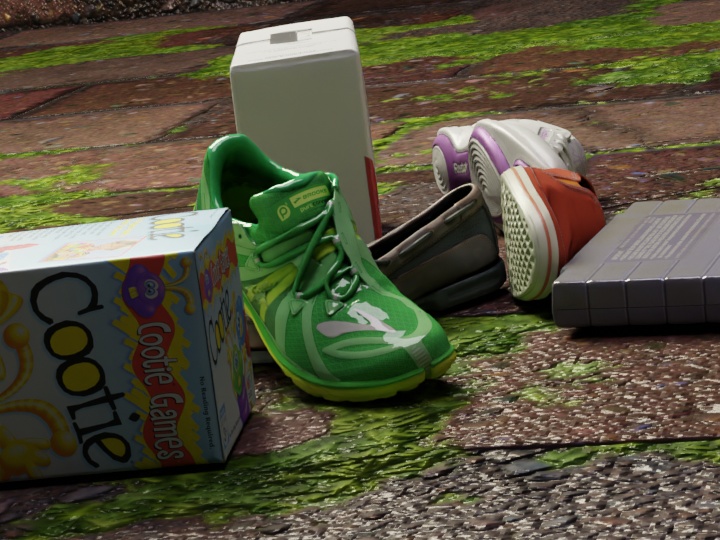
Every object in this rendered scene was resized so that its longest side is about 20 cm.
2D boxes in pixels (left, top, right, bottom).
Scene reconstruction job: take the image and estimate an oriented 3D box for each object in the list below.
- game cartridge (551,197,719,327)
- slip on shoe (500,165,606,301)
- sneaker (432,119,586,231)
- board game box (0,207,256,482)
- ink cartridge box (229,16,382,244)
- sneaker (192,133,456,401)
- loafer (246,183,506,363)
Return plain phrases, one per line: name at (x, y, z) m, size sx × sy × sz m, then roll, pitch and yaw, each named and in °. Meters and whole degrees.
game cartridge at (0.189, -0.006, 1.245) m, size 0.129 × 0.039 × 0.200 m, roll -7°, pitch 12°, yaw 22°
slip on shoe at (0.114, -0.027, 1.307) m, size 0.061 × 0.075 × 0.200 m, roll -3°, pitch 8°, yaw 6°
sneaker at (0.115, -0.075, 1.501) m, size 0.099 × 0.075 × 0.200 m, roll -11°, pitch 13°, yaw -12°
board game box at (-0.161, 0.039, 1.074) m, size 0.199 × 0.104 × 0.105 m, roll -6°, pitch 12°, yaw 8°
ink cartridge box at (-0.034, -0.080, 1.448) m, size 0.083 × 0.145 × 0.200 m, roll -7°, pitch 12°, yaw 1°
sneaker at (-0.029, -0.002, 1.145) m, size 0.074 × 0.084 × 0.200 m, roll -28°, pitch 47°, yaw -26°
loafer at (0.000, 0.000, 1.254) m, size 0.199 × 0.063 × 0.072 m, roll -18°, pitch 16°, yaw -41°
